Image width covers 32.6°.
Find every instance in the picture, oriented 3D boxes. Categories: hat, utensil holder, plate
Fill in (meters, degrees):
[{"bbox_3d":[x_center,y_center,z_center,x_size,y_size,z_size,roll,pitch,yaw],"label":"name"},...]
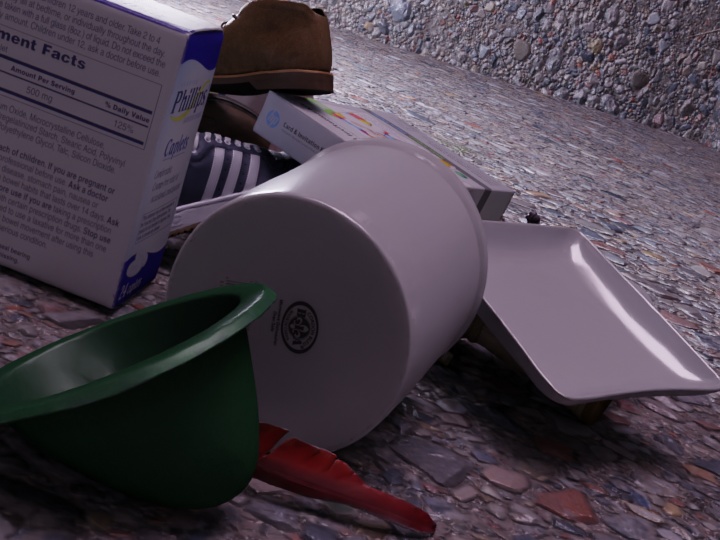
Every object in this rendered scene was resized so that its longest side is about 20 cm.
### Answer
[{"bbox_3d":[-0.087,0.116,0.642,0.197,0.179,0.166,-16,12,14],"label":"hat"},{"bbox_3d":[-0.015,0.012,0.799,0.168,0.172,0.200,22,18,10],"label":"utensil holder"},{"bbox_3d":[0.156,0.035,0.945,0.198,0.033,0.200,2,39,-41],"label":"plate"}]

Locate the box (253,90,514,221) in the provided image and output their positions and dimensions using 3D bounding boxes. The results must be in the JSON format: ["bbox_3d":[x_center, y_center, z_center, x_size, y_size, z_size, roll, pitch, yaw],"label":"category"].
[{"bbox_3d":[0.024,-0.093,1.059,0.155,0.042,0.199,36,20,28],"label":"box"}]

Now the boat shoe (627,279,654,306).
[{"bbox_3d":[0.195,0.037,1.173,0.197,0.069,0.057,13,35,-17],"label":"boat shoe"}]

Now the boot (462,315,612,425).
[{"bbox_3d":[0.162,0.047,1.051,0.154,0.074,0.200,31,24,14],"label":"boot"}]

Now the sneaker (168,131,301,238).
[{"bbox_3d":[-0.124,-0.097,1.014,0.198,0.110,0.070,-22,9,-34],"label":"sneaker"}]

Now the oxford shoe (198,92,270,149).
[{"bbox_3d":[-0.159,-0.115,1.104,0.198,0.073,0.085,3,39,-39],"label":"oxford shoe"}]

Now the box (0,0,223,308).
[{"bbox_3d":[-0.215,-0.106,0.878,0.181,0.203,0.105,21,15,5],"label":"box"}]

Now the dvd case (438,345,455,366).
[{"bbox_3d":[0.000,0.000,1.054,0.198,0.016,0.149,33,16,0],"label":"dvd case"}]

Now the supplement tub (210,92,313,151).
[{"bbox_3d":[-0.163,-0.181,1.291,0.198,0.147,0.144,26,17,28],"label":"supplement tub"}]

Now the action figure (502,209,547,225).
[{"bbox_3d":[0.156,-0.047,1.384,0.128,0.070,0.200,7,17,-24],"label":"action figure"}]

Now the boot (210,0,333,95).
[{"bbox_3d":[-0.102,-0.190,1.061,0.198,0.077,0.073,5,5,36],"label":"boot"}]
